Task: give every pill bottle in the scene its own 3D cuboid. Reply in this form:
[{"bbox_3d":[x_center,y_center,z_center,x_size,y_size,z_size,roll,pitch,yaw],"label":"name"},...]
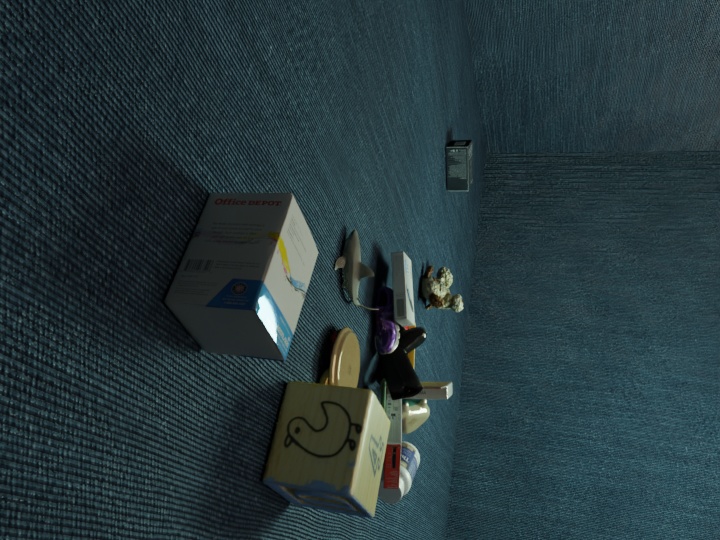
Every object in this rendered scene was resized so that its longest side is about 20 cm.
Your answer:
[{"bbox_3d":[0.116,0.637,2.005,0.200,0.108,0.114,-44,134,-65],"label":"pill bottle"}]

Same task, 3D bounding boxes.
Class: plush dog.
[{"bbox_3d":[0.294,0.083,2.508,0.171,0.158,0.203,35,30,-53],"label":"plush dog"}]

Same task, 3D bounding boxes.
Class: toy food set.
[{"bbox_3d":[-0.047,0.239,1.533,0.198,0.047,0.206,41,53,-68],"label":"toy food set"}]

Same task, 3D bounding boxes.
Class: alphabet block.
[{"bbox_3d":[-0.060,0.360,1.281,0.198,0.190,0.204,68,30,-56],"label":"alphabet block"}]

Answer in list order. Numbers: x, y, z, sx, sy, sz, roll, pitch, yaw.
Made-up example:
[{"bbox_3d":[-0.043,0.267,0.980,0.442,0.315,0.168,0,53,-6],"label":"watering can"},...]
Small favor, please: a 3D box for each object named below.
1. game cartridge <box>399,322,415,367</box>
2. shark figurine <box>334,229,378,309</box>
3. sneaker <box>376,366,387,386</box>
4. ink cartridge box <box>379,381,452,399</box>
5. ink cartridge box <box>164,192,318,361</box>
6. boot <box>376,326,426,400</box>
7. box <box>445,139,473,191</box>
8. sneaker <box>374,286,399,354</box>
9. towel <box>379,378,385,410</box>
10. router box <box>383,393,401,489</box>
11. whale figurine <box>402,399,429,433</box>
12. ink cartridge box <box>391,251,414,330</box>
[{"bbox_3d":[0.148,0.243,2.065,0.200,0.031,0.182,-134,-135,-86],"label":"game cartridge"},{"bbox_3d":[-0.002,0.023,1.587,0.128,0.087,0.220,-52,140,-59],"label":"shark figurine"},{"bbox_3d":[0.091,0.273,1.940,0.199,0.074,0.117,-47,135,-68],"label":"sneaker"},{"bbox_3d":[0.175,0.377,1.987,0.176,0.195,0.046,9,79,-71],"label":"ink cartridge box"},{"bbox_3d":[-0.168,0.006,0.954,0.146,0.143,0.204,69,30,-52],"label":"ink cartridge box"},{"bbox_3d":[0.140,0.266,1.830,0.201,0.162,0.067,-110,175,-56],"label":"boot"},{"bbox_3d":[0.456,-0.483,2.930,0.149,0.104,0.205,-51,140,-62],"label":"box"},{"bbox_3d":[0.064,0.144,1.866,0.083,0.079,0.205,34,50,-53],"label":"sneaker"},{"bbox_3d":[0.060,0.432,1.851,0.202,0.023,0.155,88,5,-52],"label":"towel"},{"bbox_3d":[0.095,0.501,1.877,0.202,0.047,0.183,-84,175,-59],"label":"router box"},{"bbox_3d":[0.147,0.459,2.096,0.104,0.159,0.200,53,8,32],"label":"whale figurine"},{"bbox_3d":[0.136,0.067,1.907,0.176,0.044,0.205,43,42,-66],"label":"ink cartridge box"}]
